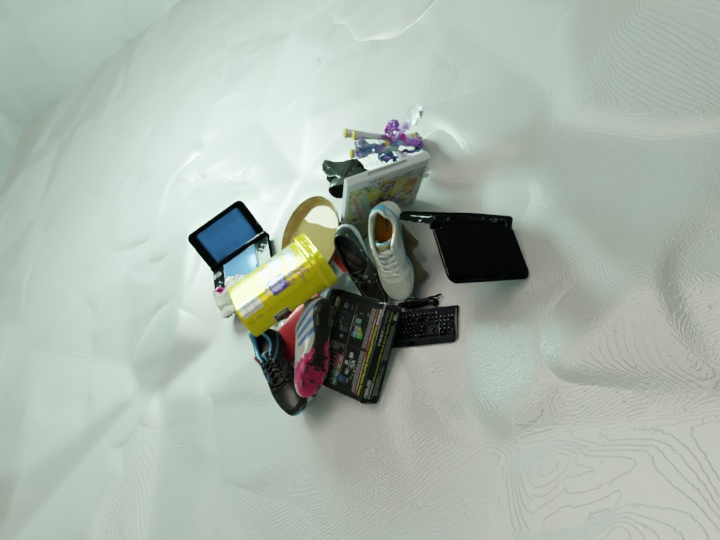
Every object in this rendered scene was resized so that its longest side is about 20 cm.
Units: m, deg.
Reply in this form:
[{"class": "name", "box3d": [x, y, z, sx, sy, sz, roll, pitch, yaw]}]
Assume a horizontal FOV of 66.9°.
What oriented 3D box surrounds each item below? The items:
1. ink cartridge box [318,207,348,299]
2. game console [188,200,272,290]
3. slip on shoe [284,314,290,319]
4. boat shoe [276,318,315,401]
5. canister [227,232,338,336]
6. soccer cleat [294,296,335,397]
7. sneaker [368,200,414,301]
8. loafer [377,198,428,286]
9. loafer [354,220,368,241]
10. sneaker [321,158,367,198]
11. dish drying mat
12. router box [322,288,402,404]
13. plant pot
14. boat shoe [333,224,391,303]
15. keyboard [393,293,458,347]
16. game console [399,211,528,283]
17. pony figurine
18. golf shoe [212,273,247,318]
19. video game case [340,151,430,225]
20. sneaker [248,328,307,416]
[{"class": "ink cartridge box", "box3d": [-0.087, -0.020, 1.241, 0.160, 0.047, 0.202, 47, 128, 43]}, {"class": "game console", "box3d": [-0.348, -0.050, 1.450, 0.199, 0.116, 0.177, -31, 50, 17]}, {"class": "slip on shoe", "box3d": [-0.175, 0.083, 1.269, 0.199, 0.061, 0.075, -14, 80, 43]}, {"class": "boat shoe", "box3d": [-0.129, 0.190, 1.194, 0.085, 0.074, 0.204, -25, 55, 22]}, {"class": "canister", "box3d": [-0.162, 0.028, 1.111, 0.199, 0.087, 0.149, -36, 35, -5]}, {"class": "soccer cleat", "box3d": [-0.101, 0.152, 1.104, 0.086, 0.069, 0.202, -1, 74, 51]}, {"class": "sneaker", "box3d": [0.054, -0.032, 1.080, 0.076, 0.081, 0.202, -9, 101, 22]}, {"class": "loafer", "box3d": [0.088, -0.060, 1.153, 0.067, 0.076, 0.202, -18, 92, 5]}, {"class": "loafer", "box3d": [0.023, -0.150, 1.280, 0.068, 0.076, 0.202, 10, 70, 45]}, {"class": "sneaker", "box3d": [-0.005, -0.223, 1.266, 0.198, 0.060, 0.105, -4, 49, 23]}, {"class": "dish drying mat", "box3d": [-0.142, 0.138, 1.176, 0.077, 0.018, 0.200, 39, 88, 29]}, {"class": "router box", "box3d": [-0.012, 0.150, 1.109, 0.149, 0.062, 0.202, 14, 87, 41]}, {"class": "plant pot", "box3d": [-0.110, -0.070, 1.243, 0.199, 0.027, 0.202, -15, 69, 42]}, {"class": "boat shoe", "box3d": [0.000, 0.000, 1.138, 0.068, 0.201, 0.057, -24, 13, 24]}, {"class": "keyboard", "box3d": [0.101, 0.099, 1.106, 0.198, 0.040, 0.105, -11, 60, 30]}, {"class": "game console", "box3d": [0.195, -0.050, 1.041, 0.175, 0.198, 0.118, 15, 105, 58]}, {"class": "pony figurine", "box3d": [0.073, -0.295, 1.247, 0.198, 0.169, 0.193, -4, 17, -12]}, {"class": "golf shoe", "box3d": [-0.292, 0.039, 1.378, 0.199, 0.075, 0.092, -34, 91, 13]}, {"class": "video game case", "box3d": [0.047, -0.166, 1.156, 0.180, 0.200, 0.023, -21, 74, -11]}, {"class": "sneaker", "box3d": [-0.175, 0.203, 1.108, 0.073, 0.082, 0.201, -35, 63, 6]}]
